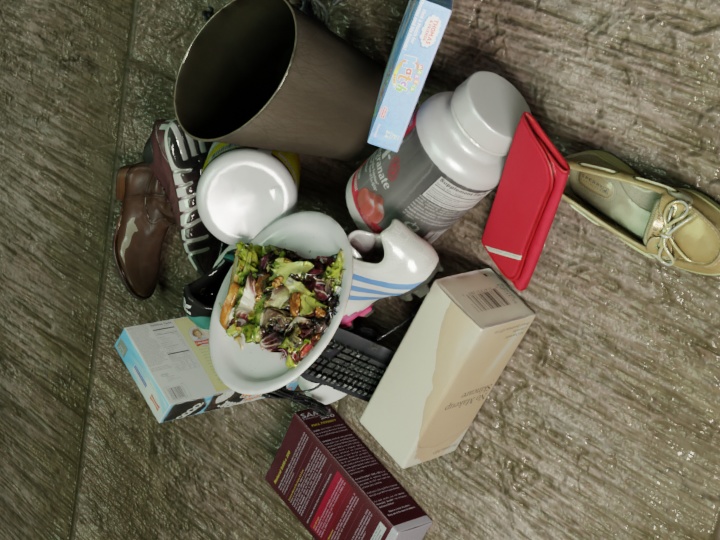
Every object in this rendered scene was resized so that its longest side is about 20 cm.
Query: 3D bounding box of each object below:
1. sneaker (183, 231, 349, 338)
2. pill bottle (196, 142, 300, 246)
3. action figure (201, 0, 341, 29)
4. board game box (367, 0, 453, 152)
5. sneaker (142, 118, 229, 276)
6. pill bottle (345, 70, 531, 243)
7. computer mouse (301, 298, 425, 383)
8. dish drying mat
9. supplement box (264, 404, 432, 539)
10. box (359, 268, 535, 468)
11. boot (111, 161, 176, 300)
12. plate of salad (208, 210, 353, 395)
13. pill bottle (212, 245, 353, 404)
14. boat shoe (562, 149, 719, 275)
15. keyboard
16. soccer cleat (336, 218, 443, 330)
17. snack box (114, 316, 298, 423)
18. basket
[{"bbox_3d":[-0.100,0.005,1.559,0.199,0.080,0.072,-29,60,0],"label":"sneaker"},{"bbox_3d":[-0.122,-0.104,1.603,0.200,0.109,0.110,-91,9,-71],"label":"pill bottle"},{"bbox_3d":[-0.081,-0.289,1.595,0.200,0.102,0.119,-32,36,6],"label":"action figure"},{"bbox_3d":[0.054,-0.224,1.413,0.036,0.200,0.152,20,119,-3],"label":"board game box"},{"bbox_3d":[-0.208,-0.094,1.735,0.115,0.075,0.201,20,125,55],"label":"sneaker"},{"bbox_3d":[0.081,-0.109,1.445,0.200,0.110,0.111,-43,66,42],"label":"pill bottle"},{"bbox_3d":[0.020,0.060,1.525,0.199,0.059,0.034,-28,52,6],"label":"computer mouse"},{"bbox_3d":[0.155,-0.061,1.381,0.077,0.018,0.200,59,158,26],"label":"dish drying mat"},{"bbox_3d":[-0.017,0.262,1.648,0.200,0.061,0.109,46,126,31],"label":"supplement box"},{"bbox_3d":[0.088,0.102,1.486,0.078,0.095,0.201,46,128,28],"label":"box"},{"bbox_3d":[-0.233,-0.055,1.830,0.199,0.064,0.187,-1,98,42],"label":"boot"},{"bbox_3d":[-0.089,0.027,1.444,0.200,0.048,0.201,-24,50,33],"label":"plate of salad"},{"bbox_3d":[-0.077,0.054,1.640,0.200,0.111,0.111,50,129,29],"label":"pill bottle"},{"bbox_3d":[0.254,-0.052,1.304,0.200,0.063,0.073,38,122,37],"label":"boat shoe"},{"bbox_3d":[-0.028,0.115,1.519,0.127,0.200,0.021,-38,50,24],"label":"keyboard"},{"bbox_3d":[0.000,0.000,1.466,0.086,0.070,0.200,47,140,-16],"label":"soccer cleat"},{"bbox_3d":[-0.176,0.106,1.687,0.116,0.199,0.037,55,132,26],"label":"snack box"},{"bbox_3d":[-0.065,-0.188,1.504,0.180,0.200,0.136,-36,60,29],"label":"basket"}]
